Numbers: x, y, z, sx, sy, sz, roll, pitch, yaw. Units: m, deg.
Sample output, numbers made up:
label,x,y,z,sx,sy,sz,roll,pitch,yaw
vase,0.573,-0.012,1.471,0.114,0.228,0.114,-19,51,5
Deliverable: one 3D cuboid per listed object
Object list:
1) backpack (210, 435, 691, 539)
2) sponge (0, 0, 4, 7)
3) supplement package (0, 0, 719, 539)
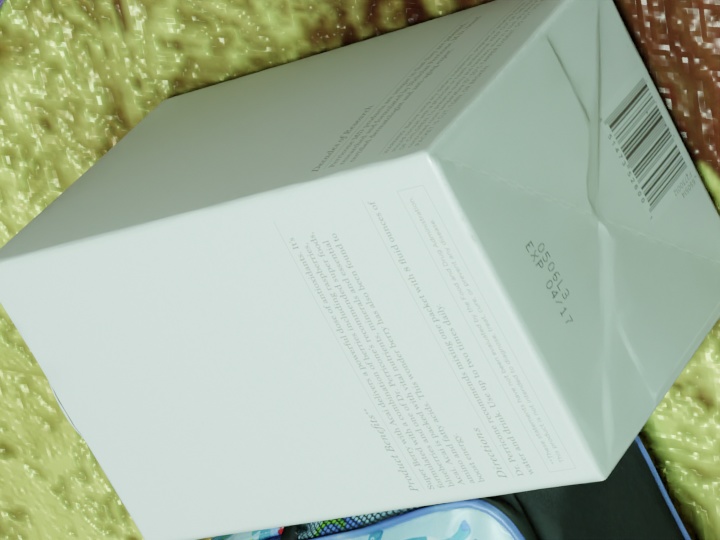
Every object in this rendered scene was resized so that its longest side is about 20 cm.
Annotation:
label,x,y,z,sx,sy,sz,roll,pitch,yaw
backpack,0.023,0.152,0.937,0.200,0.147,0.183,-18,108,44
sponge,-0.217,-0.080,1.015,0.112,0.030,0.200,41,135,2
supplement package,0.000,0.000,0.858,0.200,0.120,0.121,-12,115,40
